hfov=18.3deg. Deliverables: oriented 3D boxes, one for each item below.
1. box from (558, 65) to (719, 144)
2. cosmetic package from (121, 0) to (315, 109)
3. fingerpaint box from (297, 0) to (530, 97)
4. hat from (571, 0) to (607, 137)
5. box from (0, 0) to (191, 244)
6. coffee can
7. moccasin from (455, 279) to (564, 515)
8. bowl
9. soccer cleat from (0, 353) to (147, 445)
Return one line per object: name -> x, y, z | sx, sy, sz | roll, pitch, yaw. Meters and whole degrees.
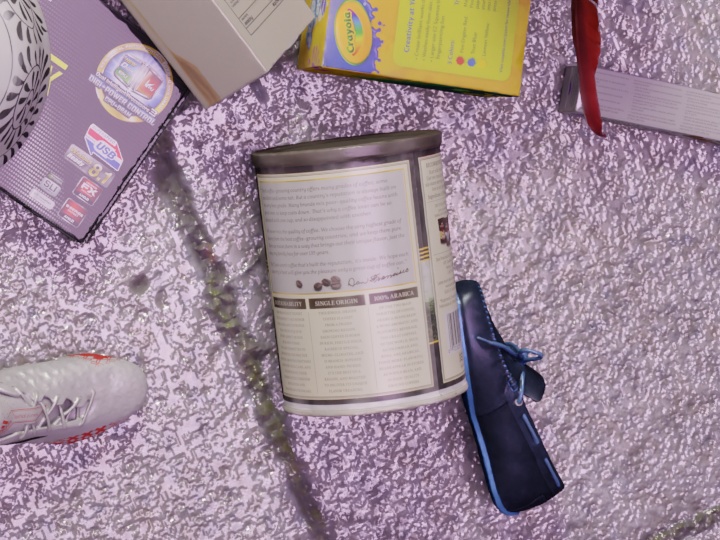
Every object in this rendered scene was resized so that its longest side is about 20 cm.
box -> 0.262, -0.131, 1.837 | 0.200, 0.039, 0.042 | 9, 90, -17
cosmetic package -> -0.133, -0.232, 1.670 | 0.200, 0.071, 0.105 | 54, 36, -13
fingerpaint box -> 0.049, -0.244, 1.746 | 0.167, 0.073, 0.200 | 6, 91, -18
hat -> 0.132, -0.243, 1.726 | 0.165, 0.176, 0.200 | 6, 53, -17
box -> -0.246, -0.140, 1.679 | 0.200, 0.044, 0.160 | 36, 84, -16
coffee can -> 0.000, 0.000, 1.710 | 0.146, 0.146, 0.200 | -8, 96, -16
moccasin -> 0.116, 0.095, 1.794 | 0.068, 0.080, 0.200 | -16, 112, -1
bowl -> -0.312, -0.153, 1.588 | 0.200, 0.094, 0.201 | -1, 93, -16
soccer cleat -> -0.254, 0.102, 1.672 | 0.200, 0.085, 0.069 | -4, 95, -16
